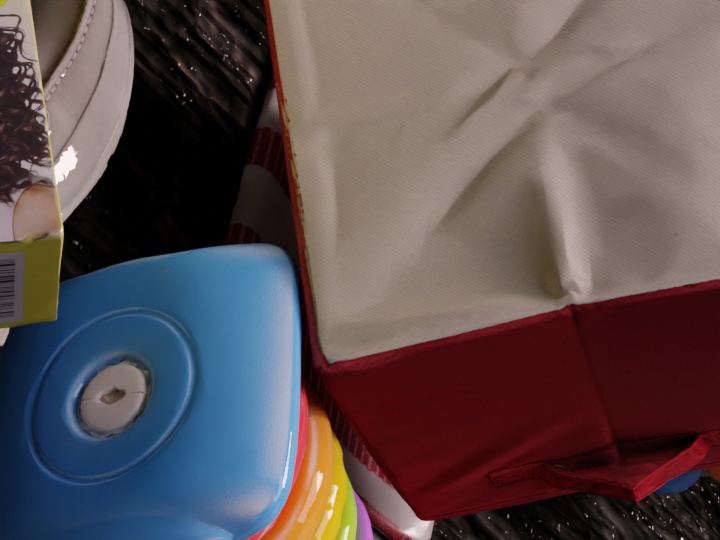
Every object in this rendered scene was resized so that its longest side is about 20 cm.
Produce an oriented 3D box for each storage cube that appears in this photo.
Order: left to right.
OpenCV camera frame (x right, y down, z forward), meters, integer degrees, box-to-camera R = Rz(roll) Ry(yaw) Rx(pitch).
[{"bbox_3d":[0.073,-0.029,0.730,0.180,0.170,0.201,61,19,-65],"label":"storage cube"}]

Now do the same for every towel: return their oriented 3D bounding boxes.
[{"bbox_3d":[0.000,0.000,0.849,0.144,0.023,0.201,44,44,-34],"label":"towel"}]

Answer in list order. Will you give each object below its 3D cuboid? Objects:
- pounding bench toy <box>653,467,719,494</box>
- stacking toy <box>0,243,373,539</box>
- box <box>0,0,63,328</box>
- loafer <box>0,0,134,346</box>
[{"bbox_3d":[0.161,0.010,0.870,0.124,0.200,0.157,22,72,-28],"label":"pounding bench toy"},{"bbox_3d":[-0.037,0.089,0.711,0.200,0.115,0.110,51,33,-50],"label":"stacking toy"},{"bbox_3d":[-0.134,-0.079,0.605,0.075,0.050,0.201,-6,59,-13],"label":"box"},{"bbox_3d":[-0.127,-0.033,0.644,0.070,0.070,0.201,56,38,-37],"label":"loafer"}]
